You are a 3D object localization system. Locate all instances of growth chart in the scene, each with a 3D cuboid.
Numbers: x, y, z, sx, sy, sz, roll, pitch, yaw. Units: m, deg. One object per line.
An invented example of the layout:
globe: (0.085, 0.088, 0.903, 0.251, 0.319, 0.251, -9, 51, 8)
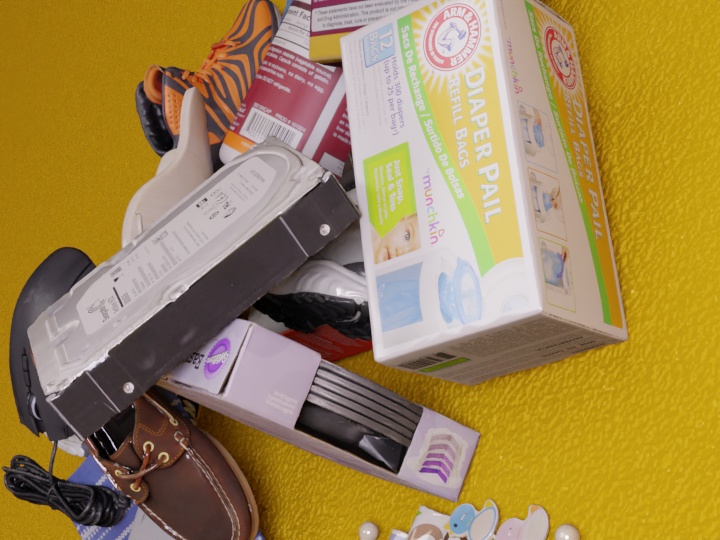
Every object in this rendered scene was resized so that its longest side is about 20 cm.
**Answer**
growth chart: (0.043, 0.202, 0.750, 0.199, 0.018, 0.146, -11, 59, 53)

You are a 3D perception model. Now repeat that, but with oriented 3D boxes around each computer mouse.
computer mouse: (-0.214, 0.090, 0.949, 0.139, 0.046, 0.202, 17, 99, 36)

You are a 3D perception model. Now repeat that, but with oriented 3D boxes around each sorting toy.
sorting toy: (-0.145, -0.040, 1.020, 0.200, 0.106, 0.182, 127, 146, -60)

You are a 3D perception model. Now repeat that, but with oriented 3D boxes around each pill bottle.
pill bottle: (-0.019, -0.150, 1.008, 0.202, 0.112, 0.113, -62, 31, 2)

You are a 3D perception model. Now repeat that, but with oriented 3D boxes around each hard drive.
hard drive: (-0.105, 0.002, 0.764, 0.199, 0.038, 0.140, -40, 23, -4)

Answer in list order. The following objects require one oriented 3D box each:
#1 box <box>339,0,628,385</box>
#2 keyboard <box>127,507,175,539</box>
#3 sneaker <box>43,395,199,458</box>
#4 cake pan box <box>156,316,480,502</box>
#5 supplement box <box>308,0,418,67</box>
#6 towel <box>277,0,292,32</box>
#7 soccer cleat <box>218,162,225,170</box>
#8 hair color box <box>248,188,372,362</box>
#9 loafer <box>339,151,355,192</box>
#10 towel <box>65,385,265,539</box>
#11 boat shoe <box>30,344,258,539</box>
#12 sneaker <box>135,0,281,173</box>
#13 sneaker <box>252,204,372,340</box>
box: (0.068, -0.050, 0.741, 0.112, 0.101, 0.202, -19, 68, 33)
keyboard: (-0.149, 0.216, 0.931, 0.056, 0.011, 0.202, 24, 103, 25)
sneaker: (-0.144, 0.133, 1.037, 0.197, 0.129, 0.080, 21, 110, 25)
cake pan box: (-0.048, 0.079, 0.816, 0.199, 0.183, 0.053, 6, 73, 59)
supplement box: (0.044, -0.238, 0.870, 0.130, 0.102, 0.203, 7, 96, 51)
towel: (-0.026, -0.258, 1.159, 0.111, 0.048, 0.202, -12, 59, 53)
soccer cleat: (-0.100, -0.027, 1.101, 0.073, 0.068, 0.202, 28, 93, 43)
hair color box: (0.000, 0.000, 0.919, 0.199, 0.061, 0.103, -21, 52, 51)
loafer: (0.049, -0.098, 0.902, 0.199, 0.073, 0.072, -21, 51, 49)
towel: (-0.134, 0.195, 0.939, 0.145, 0.024, 0.201, -47, 66, 25)
boat shoe: (-0.151, 0.117, 0.877, 0.070, 0.200, 0.070, -46, -11, 12)
sneaker: (-0.143, -0.186, 1.224, 0.077, 0.111, 0.202, -16, 55, 51)
sneaker: (-0.032, -0.005, 0.857, 0.199, 0.074, 0.080, 5, 66, 51)
